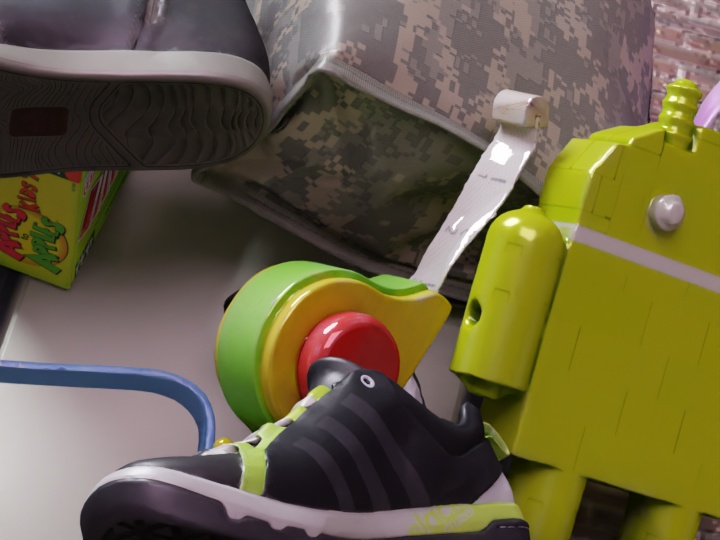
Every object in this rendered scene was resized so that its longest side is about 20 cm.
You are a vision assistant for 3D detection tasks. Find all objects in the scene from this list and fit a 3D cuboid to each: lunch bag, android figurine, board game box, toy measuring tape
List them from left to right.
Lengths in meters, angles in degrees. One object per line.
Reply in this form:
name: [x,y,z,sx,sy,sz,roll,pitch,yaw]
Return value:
board game box: [-0.105,-0.102,1.242,0.048,0.102,0.200,20,53,5]
toy measuring tape: [0.000,0.000,1.099,0.073,0.074,0.200,29,76,12]
lunch bag: [0.042,-0.078,1.236,0.200,0.118,0.164,27,48,-25]
android figurine: [0.117,0.026,1.146,0.182,0.041,0.200,21,86,-31]

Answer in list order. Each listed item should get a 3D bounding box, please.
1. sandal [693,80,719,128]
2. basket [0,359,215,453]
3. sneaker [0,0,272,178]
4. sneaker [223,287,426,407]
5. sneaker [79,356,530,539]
sandal: [0.155,-0.055,1.269,0.050,0.083,0.203,11,49,8]
basket: [-0.141,0.122,1.045,0.176,0.139,0.200,6,61,-13]
sneaker: [-0.138,-0.097,1.130,0.200,0.075,0.106,4,49,-17]
sneaker: [-0.012,0.086,1.134,0.086,0.080,0.200,-20,59,-21]
sneaker: [-0.022,0.072,1.022,0.200,0.072,0.083,11,61,-45]
